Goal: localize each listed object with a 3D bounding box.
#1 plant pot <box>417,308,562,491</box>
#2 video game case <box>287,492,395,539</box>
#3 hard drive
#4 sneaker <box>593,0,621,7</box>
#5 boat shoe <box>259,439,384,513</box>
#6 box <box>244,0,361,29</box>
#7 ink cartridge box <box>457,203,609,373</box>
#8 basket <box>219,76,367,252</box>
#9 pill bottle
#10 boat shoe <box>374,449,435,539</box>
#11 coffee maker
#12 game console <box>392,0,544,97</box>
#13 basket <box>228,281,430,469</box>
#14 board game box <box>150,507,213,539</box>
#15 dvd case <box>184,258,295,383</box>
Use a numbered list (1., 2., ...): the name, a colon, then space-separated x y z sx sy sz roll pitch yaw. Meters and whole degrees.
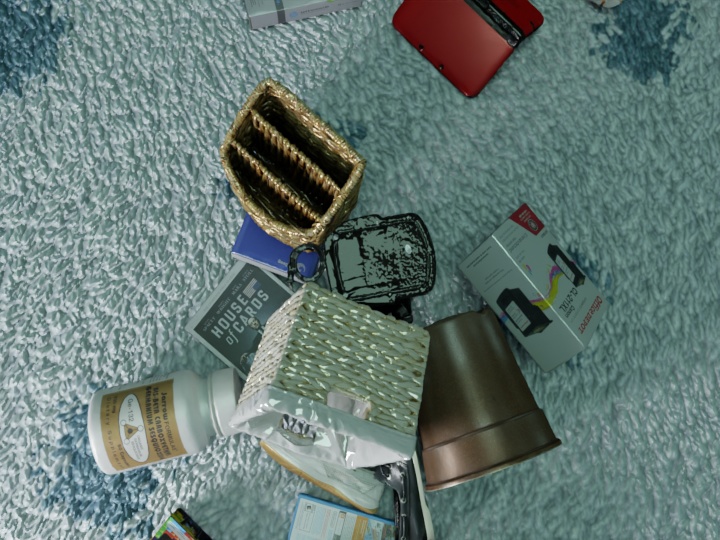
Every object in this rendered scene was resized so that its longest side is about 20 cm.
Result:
1. plant pot: 0.150 0.174 0.850 0.195 0.201 0.204 -17 74 -6
2. video game case: -0.015 0.423 0.878 0.194 0.018 0.147 16 79 0
3. hard drive: -0.104 -0.095 0.945 0.128 0.025 0.205 19 73 0
4. sneaker: 0.383 -0.539 1.045 0.199 0.078 0.078 42 67 1
5. boat shoe: -0.051 0.274 0.877 0.197 0.071 0.071 33 68 -11
6. box: -0.107 -0.504 1.020 0.194 0.041 0.161 -13 82 -7
7. ink cartridge box: 0.258 0.022 0.897 0.201 0.083 0.145 50 41 5
8. basket: -0.107 -0.139 0.867 0.199 0.149 0.143 43 74 6
9. pill bottle: -0.264 0.203 0.851 0.194 0.114 0.118 -12 81 -6
10. boat shoe: 0.052 0.291 0.858 0.064 0.075 0.206 -14 98 -5
11. coffee maker: 0.000 0.000 0.859 0.186 0.200 0.139 14 77 -1
12. game console: 0.184 -0.427 1.036 0.200 0.119 0.172 44 49 4
13. basket: -0.039 0.141 0.773 0.194 0.200 0.165 23 64 -16
14. board game box: -0.240 0.467 0.837 0.199 0.057 0.166 42 82 4
15. dvd case: -0.145 0.092 0.923 0.198 0.025 0.151 39 79 3
